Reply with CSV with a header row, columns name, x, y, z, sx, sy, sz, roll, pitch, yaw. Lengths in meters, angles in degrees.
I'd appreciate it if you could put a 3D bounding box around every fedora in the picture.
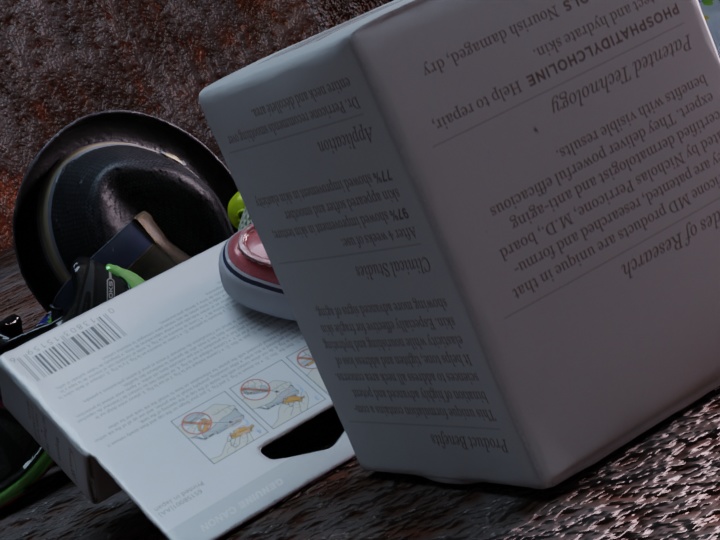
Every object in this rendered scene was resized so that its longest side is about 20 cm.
name,x,y,z,sx,sy,sz,roll,pitch,yaw
fedora,-0.156,-0.025,1.322,0.200,0.201,0.091,-27,13,-23

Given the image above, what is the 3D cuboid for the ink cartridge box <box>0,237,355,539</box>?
name,x,y,z,sx,sy,sz,roll,pitch,yaw
ink cartridge box,-0.062,0.063,0.934,0.199,0.044,0.173,-28,51,-28

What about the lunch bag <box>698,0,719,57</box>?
name,x,y,z,sx,sy,sz,roll,pitch,yaw
lunch bag,0.207,-0.123,1.056,0.127,0.171,0.200,-21,7,15

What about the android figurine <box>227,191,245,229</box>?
name,x,y,z,sx,sy,sz,roll,pitch,yaw
android figurine,-0.014,-0.082,1.224,0.182,0.041,0.200,-34,9,22

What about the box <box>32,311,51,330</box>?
name,x,y,z,sx,sy,sz,roll,pitch,yaw
box,-0.147,0.047,1.253,0.199,0.070,0.064,-18,22,30

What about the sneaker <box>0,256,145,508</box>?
name,x,y,z,sx,sy,sz,roll,pitch,yaw
sneaker,-0.209,0.075,1.110,0.200,0.084,0.077,-51,5,0

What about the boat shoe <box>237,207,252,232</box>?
name,x,y,z,sx,sy,sz,roll,pitch,yaw
boat shoe,0.000,0.000,1.057,0.199,0.075,0.062,19,6,43

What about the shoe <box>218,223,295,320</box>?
name,x,y,z,sx,sy,sz,roll,pitch,yaw
shoe,0.023,-0.030,0.937,0.199,0.091,0.072,-2,45,-4

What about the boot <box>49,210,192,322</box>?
name,x,y,z,sx,sy,sz,roll,pitch,yaw
boot,-0.180,0.048,1.179,0.200,0.097,0.075,-36,3,14

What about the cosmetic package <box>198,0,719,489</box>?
name,x,y,z,sx,sy,sz,roll,pitch,yaw
cosmetic package,0.061,-0.031,0.787,0.166,0.201,0.167,-28,10,-26
